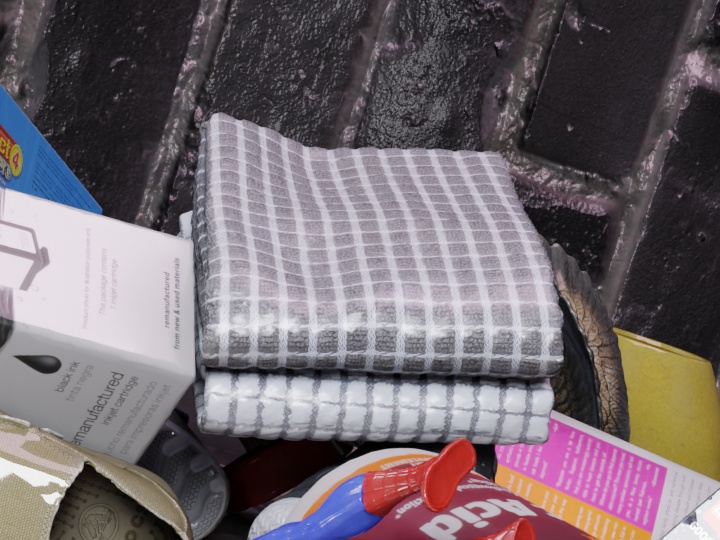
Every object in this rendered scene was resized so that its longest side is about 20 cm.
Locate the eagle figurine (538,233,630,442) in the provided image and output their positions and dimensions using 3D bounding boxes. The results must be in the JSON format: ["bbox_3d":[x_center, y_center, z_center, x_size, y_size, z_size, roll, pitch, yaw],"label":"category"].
[{"bbox_3d":[0.108,0.085,1.298,0.151,0.200,0.152,16,4,-32],"label":"eagle figurine"}]

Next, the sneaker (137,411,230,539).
[{"bbox_3d":[-0.147,0.073,1.132,0.200,0.075,0.082,45,-5,13],"label":"sneaker"}]

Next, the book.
[{"bbox_3d":[0.106,0.132,1.088,0.200,0.048,0.134,24,45,1],"label":"book"}]

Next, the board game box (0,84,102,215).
[{"bbox_3d":[-0.248,-0.044,1.028,0.195,0.056,0.200,1,-22,14],"label":"board game box"}]

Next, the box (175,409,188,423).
[{"bbox_3d":[-0.215,0.062,1.224,0.200,0.038,0.137,16,5,-37],"label":"box"}]

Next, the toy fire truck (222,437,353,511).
[{"bbox_3d":[-0.019,0.040,1.171,0.112,0.168,0.200,59,-12,1],"label":"toy fire truck"}]

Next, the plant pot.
[{"bbox_3d":[0.201,0.122,1.685,0.200,0.142,0.200,19,3,-1],"label":"plant pot"}]

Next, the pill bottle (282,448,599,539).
[{"bbox_3d":[0.054,0.144,0.799,0.114,0.114,0.200,16,4,-31],"label":"pill bottle"}]

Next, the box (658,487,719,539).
[{"bbox_3d":[0.169,0.160,0.830,0.137,0.038,0.200,49,-6,17],"label":"box"}]

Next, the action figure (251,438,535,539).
[{"bbox_3d":[-0.044,0.127,0.760,0.200,0.099,0.065,-22,-68,39],"label":"action figure"}]

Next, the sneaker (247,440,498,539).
[{"bbox_3d":[0.058,0.127,0.975,0.200,0.076,0.114,22,42,11],"label":"sneaker"}]

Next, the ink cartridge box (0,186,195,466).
[{"bbox_3d":[-0.191,0.033,0.962,0.200,0.146,0.084,15,45,-22],"label":"ink cartridge box"}]

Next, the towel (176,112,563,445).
[{"bbox_3d":[0.000,0.000,1.023,0.165,0.086,0.200,0,29,-7],"label":"towel"}]

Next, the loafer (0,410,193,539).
[{"bbox_3d":[-0.148,0.092,0.902,0.200,0.076,0.067,16,-2,-33],"label":"loafer"}]
